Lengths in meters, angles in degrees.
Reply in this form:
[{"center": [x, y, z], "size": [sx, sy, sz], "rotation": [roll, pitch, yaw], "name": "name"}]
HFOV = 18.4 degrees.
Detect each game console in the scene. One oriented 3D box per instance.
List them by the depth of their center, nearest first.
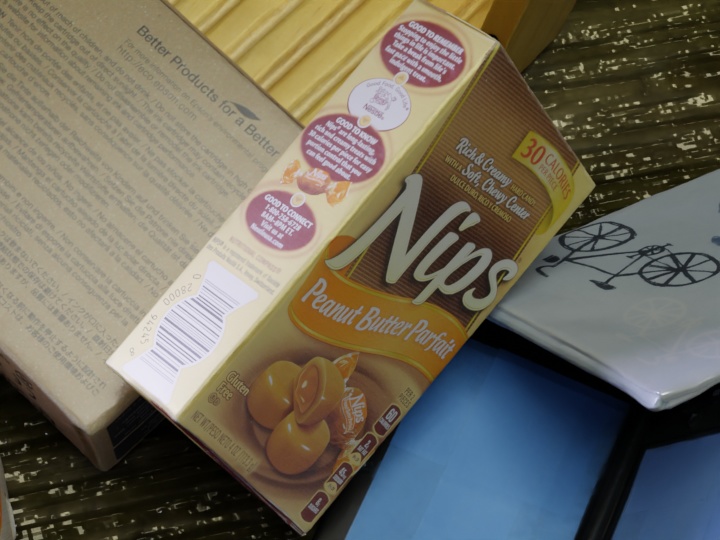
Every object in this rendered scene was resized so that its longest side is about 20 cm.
[{"center": [0.082, 0.099, 0.933], "size": [0.118, 0.171, 0.200], "rotation": [36, 61, -19], "name": "game console"}]

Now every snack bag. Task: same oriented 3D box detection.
[{"center": [0.158, 0.005, 0.972], "size": [0.200, 0.021, 0.189], "rotation": [-21, 24, -23], "name": "snack bag"}]

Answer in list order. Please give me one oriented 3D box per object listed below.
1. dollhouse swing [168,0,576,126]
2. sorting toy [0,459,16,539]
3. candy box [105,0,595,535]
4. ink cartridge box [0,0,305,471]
[{"center": [-0.018, -0.161, 1.030], "size": [0.200, 0.182, 0.176], "rotation": [42, 54, 13], "name": "dollhouse swing"}, {"center": [-0.220, 0.175, 0.872], "size": [0.200, 0.107, 0.180], "rotation": [-12, 84, -14], "name": "sorting toy"}, {"center": [0.000, 0.000, 0.928], "size": [0.200, 0.115, 0.055], "rotation": [-49, 51, -6], "name": "candy box"}, {"center": [-0.126, -0.040, 0.980], "size": [0.200, 0.075, 0.165], "rotation": [43, 75, 13], "name": "ink cartridge box"}]
